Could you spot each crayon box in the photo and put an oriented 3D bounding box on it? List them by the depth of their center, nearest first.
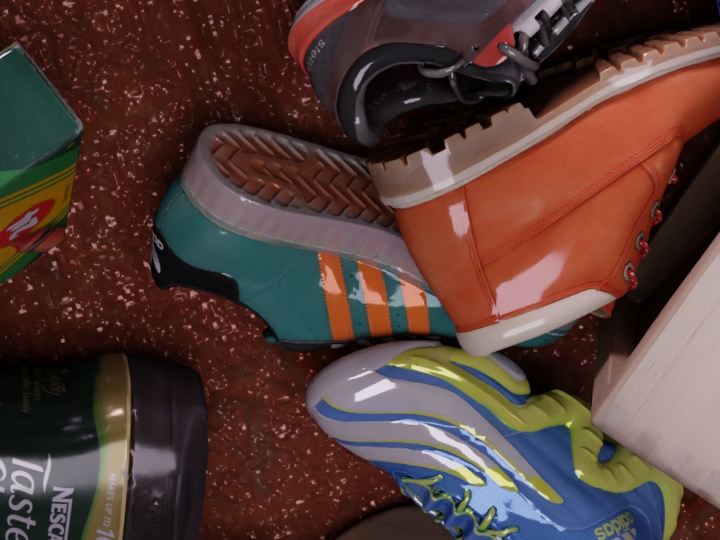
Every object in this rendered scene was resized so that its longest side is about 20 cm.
[{"bbox_3d":[-0.209,0.001,1.158,0.200,0.127,0.051,-35,79,-19],"label":"crayon box"}]

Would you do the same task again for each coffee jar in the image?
[{"bbox_3d":[-0.168,0.087,1.257,0.199,0.085,0.105,3,112,-9],"label":"coffee jar"}]

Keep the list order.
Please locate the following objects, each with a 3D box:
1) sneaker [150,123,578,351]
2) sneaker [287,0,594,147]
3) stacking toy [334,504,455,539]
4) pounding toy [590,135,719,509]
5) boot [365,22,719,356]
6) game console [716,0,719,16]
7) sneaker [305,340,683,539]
[{"bbox_3d":[0.000,0.000,1.262,0.199,0.072,0.080,20,127,-21],"label":"sneaker"},{"bbox_3d":[0.070,-0.111,1.203,0.200,0.082,0.077,-28,146,11],"label":"sneaker"},{"bbox_3d":[0.048,0.211,1.343,0.085,0.085,0.200,-23,117,2],"label":"stacking toy"},{"bbox_3d":[0.192,0.030,1.243,0.142,0.184,0.200,33,108,-4],"label":"pounding toy"},{"bbox_3d":[0.106,-0.040,1.226,0.200,0.075,0.108,-27,100,-19],"label":"boot"},{"bbox_3d":[0.251,-0.115,1.197,0.200,0.118,0.171,29,87,-18],"label":"game console"},{"bbox_3d":[0.067,0.101,1.262,0.199,0.105,0.076,17,139,-28],"label":"sneaker"}]
